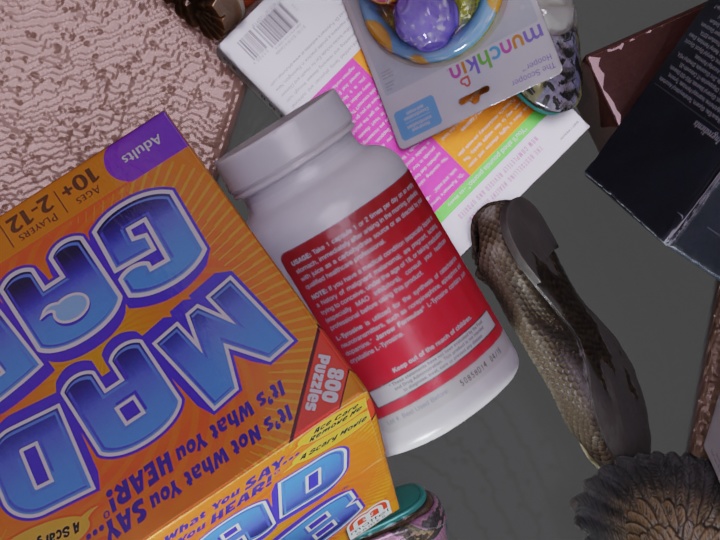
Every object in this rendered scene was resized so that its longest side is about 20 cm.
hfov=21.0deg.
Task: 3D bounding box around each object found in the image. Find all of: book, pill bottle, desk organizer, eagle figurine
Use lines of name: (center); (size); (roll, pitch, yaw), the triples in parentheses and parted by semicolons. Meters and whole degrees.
book: (0.026, -0.112, 1.215); (0.134, 0.048, 0.200); (-44, 89, -6)
pill bottle: (0.000, 0.000, 1.152); (0.112, 0.112, 0.201); (-32, 98, -8)
desk organizer: (0.236, -0.131, 1.226); (0.199, 0.072, 0.077); (-24, 85, -8)
eagle figurine: (0.219, 0.205, 1.130); (0.199, 0.152, 0.152); (20, 105, -7)

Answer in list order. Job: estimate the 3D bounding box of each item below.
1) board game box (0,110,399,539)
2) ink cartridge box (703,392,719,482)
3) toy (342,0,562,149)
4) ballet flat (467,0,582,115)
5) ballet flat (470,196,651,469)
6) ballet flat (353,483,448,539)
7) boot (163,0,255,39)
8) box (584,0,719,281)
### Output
board game box: (-0.121, 0.080, 1.072); (0.199, 0.200, 0.200); (-33, 67, -9)
ink cartridge box: (0.274, 0.043, 1.076); (0.115, 0.068, 0.201); (1, 127, -12)
toy: (0.030, -0.188, 1.161); (0.115, 0.047, 0.201); (-24, 78, 25)
ballet flat: (0.090, -0.193, 1.189); (0.072, 0.072, 0.201); (-22, 70, -8)
ballet flat: (0.121, 0.045, 1.195); (0.201, 0.046, 0.067); (59, 37, -17)
ballet flat: (-0.038, 0.191, 1.171); (0.199, 0.069, 0.072); (-18, 106, -8)
boot: (-0.121, -0.249, 1.204); (0.200, 0.075, 0.107); (45, 73, -4)
box: (0.278, -0.070, 1.139); (0.199, 0.124, 0.197); (31, 99, -28)
